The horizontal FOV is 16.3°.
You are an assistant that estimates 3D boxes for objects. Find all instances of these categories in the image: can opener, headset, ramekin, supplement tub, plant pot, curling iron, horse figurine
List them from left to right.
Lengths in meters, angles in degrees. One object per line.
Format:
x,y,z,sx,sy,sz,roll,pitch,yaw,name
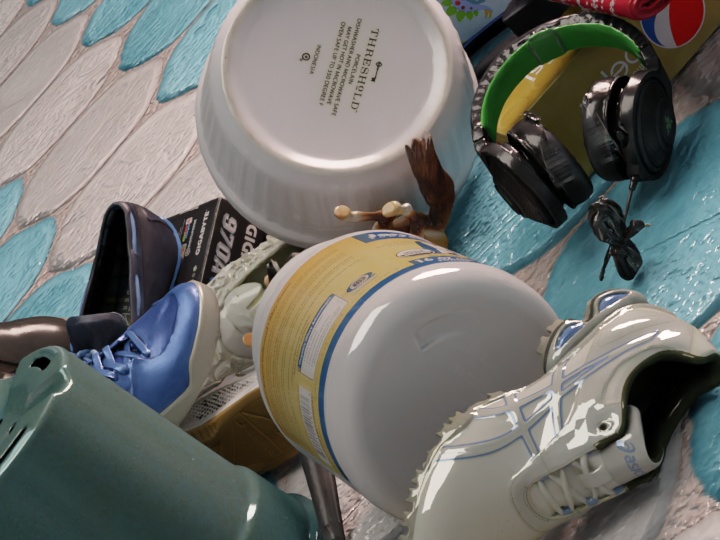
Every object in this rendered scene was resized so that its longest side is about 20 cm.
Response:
-0.159,0.162,1.538,0.200,0.196,0.201,-40,22,20,plant pot
-0.035,0.077,1.549,0.050,0.025,0.201,99,164,-63,curling iron
-0.016,-0.121,1.709,0.203,0.202,0.094,-54,-12,-15,ramekin
0.000,0.000,1.660,0.200,0.132,0.050,-45,65,13,horse figurine
0.023,0.055,1.424,0.145,0.145,0.200,-51,20,-5,supplement tub
0.125,-0.157,1.729,0.063,0.079,0.200,-51,7,-24,can opener
0.129,-0.078,1.493,0.123,0.094,0.201,-26,51,12,headset

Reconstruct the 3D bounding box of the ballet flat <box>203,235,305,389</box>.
-0.054,0.007,1.744,0.200,0.072,0.072,-47,18,-18,ballet flat

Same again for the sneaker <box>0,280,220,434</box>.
-0.181,0.080,1.642,0.200,0.111,0.077,-57,29,6,sneaker

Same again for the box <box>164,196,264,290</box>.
-0.146,0.058,1.832,0.159,0.046,0.201,-19,54,53,box

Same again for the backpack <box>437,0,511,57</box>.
0.039,-0.238,1.926,0.200,0.147,0.183,-41,19,28,backpack

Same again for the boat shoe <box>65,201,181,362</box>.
-0.184,0.047,1.765,0.084,0.069,0.201,-11,60,29,boat shoe

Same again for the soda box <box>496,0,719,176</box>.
0.166,-0.146,1.609,0.200,0.064,0.068,-50,21,-2,soda box

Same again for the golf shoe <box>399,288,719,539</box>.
0.103,0.093,1.282,0.200,0.078,0.097,-49,32,-14,golf shoe

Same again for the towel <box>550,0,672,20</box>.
0.176,-0.217,1.582,0.145,0.023,0.200,-45,23,-8,towel

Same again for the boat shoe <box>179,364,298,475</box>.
-0.088,0.109,1.681,0.200,0.071,0.069,-29,21,36,boat shoe

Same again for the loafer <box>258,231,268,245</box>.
-0.034,-0.068,1.873,0.071,0.073,0.201,-50,26,37,loafer

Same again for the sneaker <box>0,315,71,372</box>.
-0.247,0.132,1.791,0.075,0.106,0.201,-25,67,53,sneaker
